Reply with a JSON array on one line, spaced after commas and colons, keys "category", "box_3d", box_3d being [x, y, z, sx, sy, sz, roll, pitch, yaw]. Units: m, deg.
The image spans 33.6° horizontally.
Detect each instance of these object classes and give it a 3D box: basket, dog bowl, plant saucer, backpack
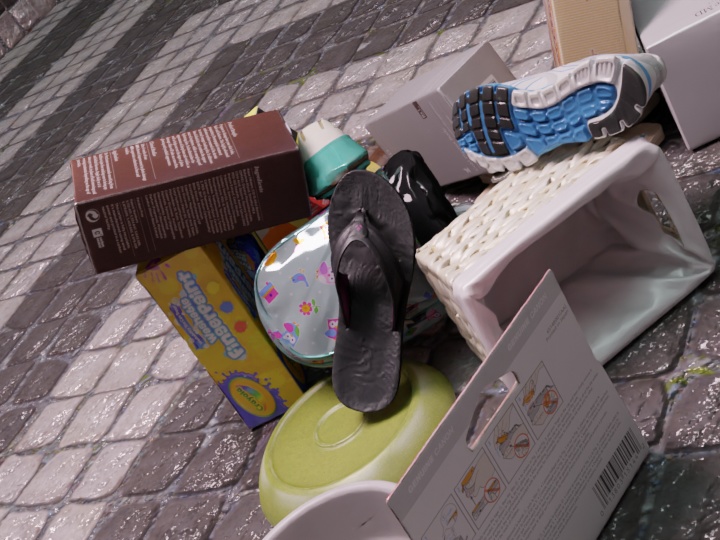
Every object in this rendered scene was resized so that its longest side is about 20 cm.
[{"category": "basket", "box_3d": [0.162, -0.007, 0.978, 0.199, 0.136, 0.123, -37, 24, -7]}, {"category": "dog bowl", "box_3d": [-0.012, 0.236, 0.859, 0.198, 0.059, 0.201, -26, 29, 16]}, {"category": "plant saucer", "box_3d": [-0.011, 0.142, 1.037, 0.198, 0.031, 0.201, -27, 28, 16]}, {"category": "backpack", "box_3d": [0.000, 0.000, 1.080, 0.199, 0.168, 0.126, -32, -16, 11]}]

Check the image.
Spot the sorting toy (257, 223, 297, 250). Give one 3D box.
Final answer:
[{"category": "sorting toy", "box_3d": [-0.147, -0.038, 1.405, 0.179, 0.107, 0.200, -39, 27, 6]}]

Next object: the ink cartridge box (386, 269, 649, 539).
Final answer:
[{"category": "ink cartridge box", "box_3d": [0.097, 0.130, 0.779, 0.044, 0.177, 0.200, 2, 44, 48]}]

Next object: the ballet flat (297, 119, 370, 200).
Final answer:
[{"category": "ballet flat", "box_3d": [-0.031, -0.103, 1.114, 0.067, 0.071, 0.200, -35, 0, 0]}]

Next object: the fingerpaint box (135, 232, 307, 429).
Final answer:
[{"category": "fingerpaint box", "box_3d": [-0.127, 0.023, 1.166, 0.073, 0.201, 0.168, -26, 28, 12]}]

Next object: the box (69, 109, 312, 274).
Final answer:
[{"category": "box", "box_3d": [-0.151, -0.073, 1.058, 0.197, 0.076, 0.100, -16, 30, -7]}]

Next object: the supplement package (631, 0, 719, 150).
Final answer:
[{"category": "supplement package", "box_3d": [0.333, -0.232, 1.156, 0.120, 0.120, 0.201, -24, 29, 16]}]

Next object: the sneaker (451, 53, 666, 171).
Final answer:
[{"category": "sneaker", "box_3d": [0.166, -0.136, 0.992, 0.198, 0.076, 0.086, -7, 17, 43]}]

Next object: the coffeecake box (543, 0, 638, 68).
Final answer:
[{"category": "coffeecake box", "box_3d": [0.223, -0.253, 1.184, 0.072, 0.156, 0.200, -11, 8, 9]}]

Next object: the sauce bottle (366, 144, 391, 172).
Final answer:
[{"category": "sauce bottle", "box_3d": [0.012, -0.096, 1.352, 0.064, 0.065, 0.200, 2, 43, 48]}]

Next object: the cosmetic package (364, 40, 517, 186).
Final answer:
[{"category": "cosmetic package", "box_3d": [0.095, -0.156, 1.259, 0.090, 0.107, 0.200, -45, 11, -21]}]

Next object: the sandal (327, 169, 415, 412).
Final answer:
[{"category": "sandal", "box_3d": [0.008, 0.017, 0.991, 0.074, 0.204, 0.048, -2, 1, 11]}]

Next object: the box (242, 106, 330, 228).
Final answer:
[{"category": "box", "box_3d": [-0.047, -0.082, 1.229, 0.050, 0.199, 0.076, -30, 38, 42]}]

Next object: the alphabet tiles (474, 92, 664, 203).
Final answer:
[{"category": "alphabet tiles", "box_3d": [0.212, -0.118, 1.222, 0.196, 0.015, 0.199, -45, 30, -21]}]

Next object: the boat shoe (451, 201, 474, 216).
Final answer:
[{"category": "boat shoe", "box_3d": [0.042, -0.003, 1.183, 0.198, 0.073, 0.071, -26, 10, 10]}]

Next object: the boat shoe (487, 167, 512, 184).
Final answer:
[{"category": "boat shoe", "box_3d": [0.197, -0.118, 1.148, 0.201, 0.061, 0.072, -31, 6, -38]}]
